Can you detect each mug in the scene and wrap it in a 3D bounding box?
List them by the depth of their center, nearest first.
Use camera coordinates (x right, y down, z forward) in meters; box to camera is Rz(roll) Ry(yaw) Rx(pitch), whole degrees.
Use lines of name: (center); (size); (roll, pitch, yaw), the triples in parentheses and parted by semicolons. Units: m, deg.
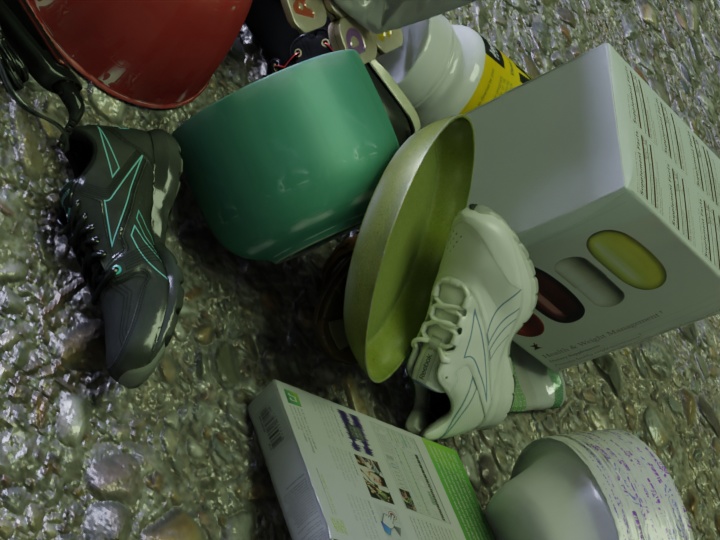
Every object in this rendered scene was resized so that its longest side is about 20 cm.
mug: (-0.038, -0.078, 1.116); (0.185, 0.151, 0.115); (-22, 87, -55)

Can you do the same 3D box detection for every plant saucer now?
plant saucer: (0.032, -0.019, 1.101); (0.031, 0.202, 0.200); (20, 34, 15)

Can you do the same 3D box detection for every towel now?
towel: (0.099, 0.048, 1.308); (0.199, 0.031, 0.150); (5, 63, -50)

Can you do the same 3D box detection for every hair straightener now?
hair straightener: (-0.247, -0.162, 1.000); (0.077, 0.041, 0.201); (-26, 85, -54)

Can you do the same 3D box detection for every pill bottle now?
pill bottle: (0.094, -0.145, 1.359); (0.199, 0.114, 0.115); (32, 45, -35)

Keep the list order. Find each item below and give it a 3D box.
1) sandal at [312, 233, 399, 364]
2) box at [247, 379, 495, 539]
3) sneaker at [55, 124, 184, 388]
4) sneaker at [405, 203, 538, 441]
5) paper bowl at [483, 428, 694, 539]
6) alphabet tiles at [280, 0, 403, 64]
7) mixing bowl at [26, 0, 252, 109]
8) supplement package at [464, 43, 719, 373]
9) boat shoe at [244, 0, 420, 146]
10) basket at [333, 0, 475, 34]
sandal: (0.000, 0.000, 1.191); (0.082, 0.054, 0.201); (64, 32, -33)
box: (0.019, 0.166, 1.086); (0.199, 0.036, 0.145); (25, 29, -39)
sneaker: (-0.163, -0.013, 1.002); (0.079, 0.075, 0.201); (17, 47, -28)
sneaker: (0.079, 0.047, 1.157); (0.087, 0.074, 0.202); (-23, 126, -40)
paper bowl: (0.158, 0.222, 1.133); (0.103, 0.201, 0.202); (-4, 67, -21)
alphabet tiles: (-0.020, -0.264, 1.212); (0.195, 0.014, 0.202); (-34, 108, -55)
mixing bowl: (-0.147, -0.232, 1.123); (0.199, 0.108, 0.202); (29, 47, -36)
supplement package: (0.183, -0.043, 1.270); (0.200, 0.190, 0.148); (35, 42, -40)
boat shoe: (-0.035, -0.166, 1.246); (0.202, 0.074, 0.063); (49, 49, -8)
basket: (0.014, -0.293, 1.137); (0.200, 0.135, 0.124); (39, 47, -45)
